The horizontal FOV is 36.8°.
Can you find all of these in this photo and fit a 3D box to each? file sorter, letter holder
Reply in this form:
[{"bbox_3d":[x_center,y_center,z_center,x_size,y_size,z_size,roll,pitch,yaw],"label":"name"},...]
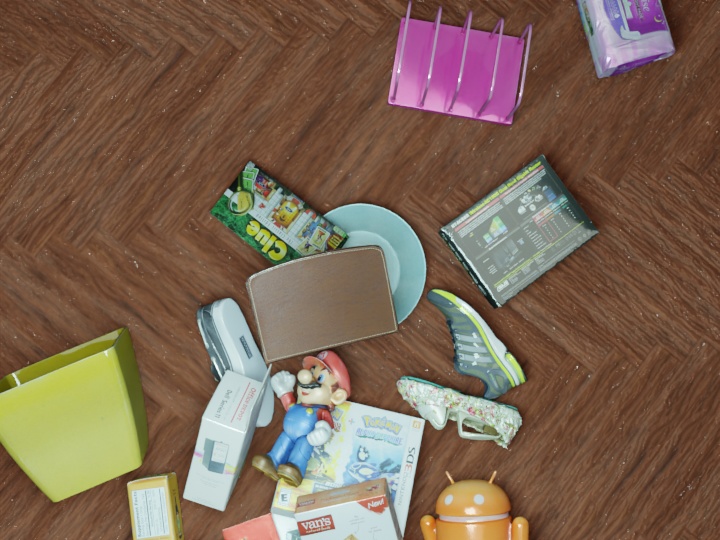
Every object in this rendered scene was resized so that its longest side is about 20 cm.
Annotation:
[{"bbox_3d":[0.153,-0.319,1.652,0.198,0.125,0.140,10,84,-1],"label":"file sorter"},{"bbox_3d":[-0.060,0.030,1.559,0.198,0.101,0.143,-14,111,-5],"label":"letter holder"}]

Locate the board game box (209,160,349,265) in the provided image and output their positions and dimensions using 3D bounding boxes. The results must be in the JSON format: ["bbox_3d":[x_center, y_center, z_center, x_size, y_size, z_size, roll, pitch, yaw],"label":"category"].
[{"bbox_3d":[-0.124,-0.069,1.645,0.199,0.023,0.105,37,89,16],"label":"board game box"}]

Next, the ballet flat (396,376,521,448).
[{"bbox_3d":[0.146,0.214,1.625,0.198,0.076,0.064,16,66,1],"label":"ballet flat"}]

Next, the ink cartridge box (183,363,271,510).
[{"bbox_3d":[-0.189,0.228,1.546,0.067,0.117,0.201,19,122,1],"label":"ink cartridge box"}]

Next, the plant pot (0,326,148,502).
[{"bbox_3d":[-0.405,0.212,1.558,0.198,0.200,0.178,-21,97,-4],"label":"plant pot"}]

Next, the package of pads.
[{"bbox_3d":[0.406,-0.413,1.695,0.119,0.076,0.202,-16,85,-2],"label":"package of pads"}]

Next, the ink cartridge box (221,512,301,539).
[{"bbox_3d":[-0.096,0.451,1.613,0.172,0.044,0.202,-19,86,-5],"label":"ink cartridge box"}]

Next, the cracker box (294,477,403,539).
[{"bbox_3d":[-0.004,0.405,1.531,0.133,0.058,0.202,-14,104,6],"label":"cracker box"}]

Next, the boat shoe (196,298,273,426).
[{"bbox_3d":[-0.192,0.143,1.629,0.067,0.072,0.201,-16,100,30],"label":"boat shoe"}]

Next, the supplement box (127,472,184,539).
[{"bbox_3d":[-0.297,0.404,1.598,0.068,0.067,0.202,-6,84,1],"label":"supplement box"}]

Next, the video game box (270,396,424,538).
[{"bbox_3d":[-0.016,0.289,1.604,0.198,0.047,0.184,13,64,-1],"label":"video game box"}]

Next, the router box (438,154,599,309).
[{"bbox_3d":[0.241,-0.058,1.662,0.199,0.062,0.150,-36,88,-5],"label":"router box"}]

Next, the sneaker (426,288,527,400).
[{"bbox_3d":[0.164,0.112,1.640,0.081,0.074,0.200,-40,85,-2],"label":"sneaker"}]

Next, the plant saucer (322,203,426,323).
[{"bbox_3d":[0.000,0.000,1.660,0.199,0.039,0.203,0,85,-3],"label":"plant saucer"}]

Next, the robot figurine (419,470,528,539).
[{"bbox_3d":[0.166,0.396,1.590,0.116,0.144,0.202,0,85,-24],"label":"robot figurine"}]

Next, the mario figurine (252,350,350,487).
[{"bbox_3d":[-0.088,0.199,1.555,0.123,0.106,0.201,23,66,7],"label":"mario figurine"}]
